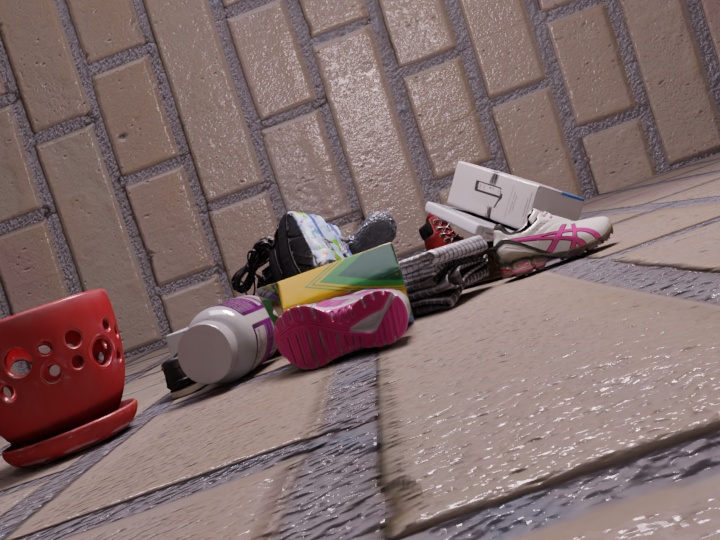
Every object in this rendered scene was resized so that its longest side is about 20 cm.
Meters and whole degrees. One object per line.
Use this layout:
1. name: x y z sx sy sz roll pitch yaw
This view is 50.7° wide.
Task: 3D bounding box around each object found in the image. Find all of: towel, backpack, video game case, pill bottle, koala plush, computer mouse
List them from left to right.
1. pill bottle: -0.195 0.105 1.132 0.110 0.115 0.200 -18 1 12
2. computer mouse: -0.135 0.033 1.428 0.139 0.198 0.053 -50 4 32
3. backpack: -0.085 -0.006 1.270 0.151 0.201 0.166 -8 -46 -38
4. koala plush: 0.000 0.000 1.447 0.181 0.180 0.200 -29 7 -5
5. towel: 0.094 0.020 1.185 0.197 0.088 0.164 -20 -1 37
6. video game case: 0.233 -0.077 1.356 0.178 0.024 0.200 11 11 -24

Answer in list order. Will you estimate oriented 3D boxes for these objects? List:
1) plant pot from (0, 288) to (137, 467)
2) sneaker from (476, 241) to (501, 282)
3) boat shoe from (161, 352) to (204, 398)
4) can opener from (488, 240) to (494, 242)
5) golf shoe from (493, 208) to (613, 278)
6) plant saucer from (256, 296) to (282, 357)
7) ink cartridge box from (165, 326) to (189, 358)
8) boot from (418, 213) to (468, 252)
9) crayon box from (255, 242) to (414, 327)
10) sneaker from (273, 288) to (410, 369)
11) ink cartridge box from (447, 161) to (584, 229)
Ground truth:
1. plant pot: -0.400 0.142 0.986 0.196 0.187 0.200 -17 2 1
2. sneaker: 0.189 -0.008 1.318 0.197 0.069 0.089 -11 5 37
3. boat shoe: -0.271 0.156 1.244 0.072 0.065 0.201 -20 0 3
4. can opener: 0.257 -0.032 1.478 0.197 0.055 0.066 -19 0 42
5. golf shoe: 0.301 -0.057 1.180 0.195 0.094 0.073 -18 0 -10
6. plant saucer: -0.175 0.102 1.329 0.195 0.030 0.201 -13 26 6
7. ink cartridge box: -0.279 0.133 1.581 0.144 0.088 0.198 -16 2 40
8. boot: 0.183 -0.054 1.429 0.071 0.148 0.199 -18 2 -32
9. crayon box: -0.032 0.049 1.048 0.195 0.052 0.127 -19 -39 2
10. sneaker: -0.018 0.072 0.969 0.196 0.084 0.088 -11 0 24
11. ink cartridge box: 0.277 -0.126 1.373 0.144 0.086 0.198 7 13 -40
